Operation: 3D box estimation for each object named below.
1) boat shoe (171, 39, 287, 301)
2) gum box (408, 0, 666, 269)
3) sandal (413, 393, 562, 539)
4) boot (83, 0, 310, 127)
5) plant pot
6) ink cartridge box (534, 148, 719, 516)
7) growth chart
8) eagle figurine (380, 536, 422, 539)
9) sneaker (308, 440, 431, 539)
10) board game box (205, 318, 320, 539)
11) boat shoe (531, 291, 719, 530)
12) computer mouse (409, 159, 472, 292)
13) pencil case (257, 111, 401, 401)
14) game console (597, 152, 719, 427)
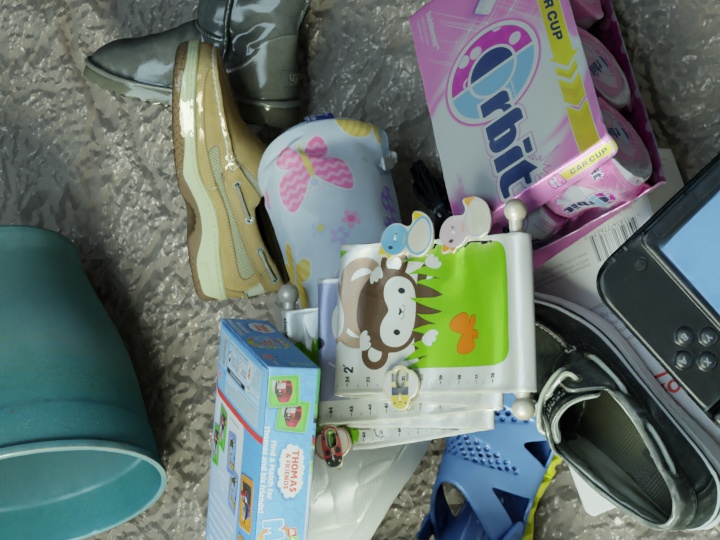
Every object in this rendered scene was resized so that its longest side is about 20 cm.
[{"bbox_3d":[-0.081,-0.068,1.573,0.076,0.072,0.201,0,131,7],"label":"boat shoe"},{"bbox_3d":[0.106,-0.102,1.432,0.113,0.066,0.201,-34,45,26],"label":"gum box"},{"bbox_3d":[0.080,0.131,1.499,0.079,0.087,0.202,8,94,33],"label":"sandal"},{"bbox_3d":[-0.098,-0.210,1.607,0.181,0.073,0.202,11,104,18],"label":"boot"},{"bbox_3d":[-0.249,0.078,1.649,0.199,0.200,0.189,-27,63,30],"label":"plant pot"},{"bbox_3d":[0.166,0.038,1.451,0.115,0.068,0.201,-25,78,31],"label":"ink cartridge box"},{"bbox_3d":[0.027,0.040,1.390,0.199,0.018,0.146,-18,76,36],"label":"growth chart"},{"bbox_3d":[0.048,0.247,1.453,0.199,0.151,0.152,29,98,6],"label":"eagle figurine"},{"bbox_3d":[-0.020,0.100,1.539,0.115,0.074,0.201,24,109,-14],"label":"sneaker"},{"bbox_3d":[-0.063,0.142,1.411,0.151,0.036,0.202,-145,60,-73],"label":"board game box"},{"bbox_3d":[0.137,0.079,1.387,0.200,0.071,0.072,40,113,29],"label":"boat shoe"},{"bbox_3d":[0.053,-0.019,1.472,0.034,0.200,0.059,-39,112,7],"label":"computer mouse"},{"bbox_3d":[0.000,0.000,1.493,0.083,0.090,0.201,110,146,-58],"label":"pencil case"},{"bbox_3d":[0.258,0.002,1.314,0.200,0.119,0.172,-43,90,3],"label":"game console"}]
